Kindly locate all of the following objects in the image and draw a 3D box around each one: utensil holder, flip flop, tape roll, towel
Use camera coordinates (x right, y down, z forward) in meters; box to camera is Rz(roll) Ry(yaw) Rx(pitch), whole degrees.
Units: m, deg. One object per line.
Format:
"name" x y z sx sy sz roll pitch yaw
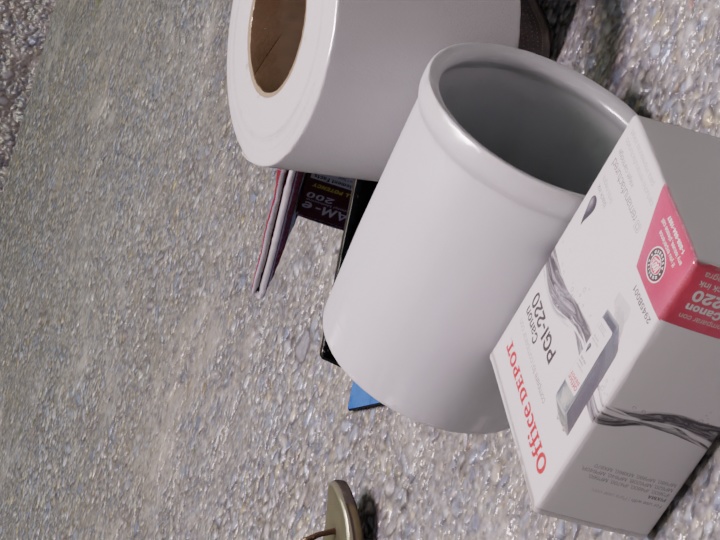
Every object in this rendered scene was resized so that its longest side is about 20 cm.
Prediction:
"utensil holder" 0.083 -0.018 1.424 0.170 0.169 0.201 -102 31 -53
"flip flop" -0.046 0.259 1.714 0.081 0.057 0.201 -123 52 -64
"tape roll" 0.005 -0.164 1.522 0.203 0.139 0.204 -173 90 -66
"towel" -0.052 -0.088 1.787 0.200 0.023 0.145 -71 -3 -53

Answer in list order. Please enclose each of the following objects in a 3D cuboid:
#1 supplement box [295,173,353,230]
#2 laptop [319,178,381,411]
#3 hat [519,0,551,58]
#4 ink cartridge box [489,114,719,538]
"supplement box" 0.006 -0.134 1.817 0.109 0.061 0.201 -39 -34 -84
"laptop" 0.000 0.000 1.711 0.115 0.200 0.188 2 74 35
"hat" 0.079 -0.205 1.668 0.081 0.201 0.201 -36 -7 -39
"ink cartridge box" 0.164 0.034 1.281 0.146 0.084 0.200 -103 32 -50
